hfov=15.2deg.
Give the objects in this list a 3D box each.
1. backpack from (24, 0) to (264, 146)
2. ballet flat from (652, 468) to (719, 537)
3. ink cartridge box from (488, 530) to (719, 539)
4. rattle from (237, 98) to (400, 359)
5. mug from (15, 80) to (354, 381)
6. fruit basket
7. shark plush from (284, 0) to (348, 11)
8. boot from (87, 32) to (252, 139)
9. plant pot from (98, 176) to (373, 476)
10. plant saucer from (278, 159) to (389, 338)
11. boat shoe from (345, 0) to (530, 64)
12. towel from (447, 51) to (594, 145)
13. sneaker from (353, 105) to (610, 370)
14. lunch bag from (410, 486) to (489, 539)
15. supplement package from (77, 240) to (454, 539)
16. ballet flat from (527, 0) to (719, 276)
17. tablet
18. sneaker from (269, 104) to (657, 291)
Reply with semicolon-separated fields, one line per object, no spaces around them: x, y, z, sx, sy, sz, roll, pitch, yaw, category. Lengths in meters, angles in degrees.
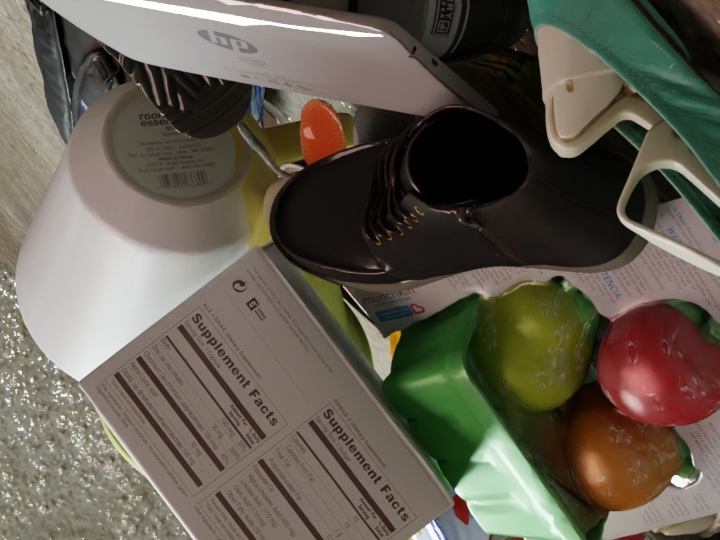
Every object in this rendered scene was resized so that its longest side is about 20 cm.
-0.129;-0.115;1.652;0.163;0.154;0.200;41;144;23;backpack
0.171;0.105;1.414;0.072;0.072;0.200;46;168;13;ballet flat
0.169;0.189;1.513;0.200;0.083;0.146;50;-166;-4;ink cartridge box
0.000;0.000;1.397;0.130;0.143;0.200;12;177;11;rattle
-0.102;-0.042;1.517;0.149;0.187;0.153;32;147;8;mug
0.123;0.048;1.270;0.200;0.094;0.185;-20;122;28;fruit basket
-0.102;-0.150;1.231;0.091;0.199;0.084;-62;-28;-63;shark plush
-0.118;-0.160;1.393;0.182;0.072;0.200;61;-174;-22;boot
-0.086;0.027;1.841;0.200;0.200;0.184;43;155;22;plant pot
0.028;0.001;1.671;0.200;0.034;0.200;47;168;13;plant saucer
0.007;-0.127;1.263;0.199;0.068;0.074;4;90;58;boat shoe
0.059;-0.079;1.351;0.086;0.018;0.200;55;167;-23;towel
0.059;-0.021;1.353;0.200;0.070;0.080;43;175;-29;sneaker
0.085;0.152;1.678;0.200;0.124;0.170;32;173;-21;lunch bag
-0.042;0.079;1.355;0.156;0.111;0.200;52;-178;-1;supplement package
0.117;-0.057;1.086;0.200;0.070;0.067;45;168;16;ballet flat
-0.048;-0.100;1.200;0.199;0.014;0.130;12;170;27;tablet
0.022;-0.040;1.199;0.199;0.075;0.106;-4;164;36;sneaker
